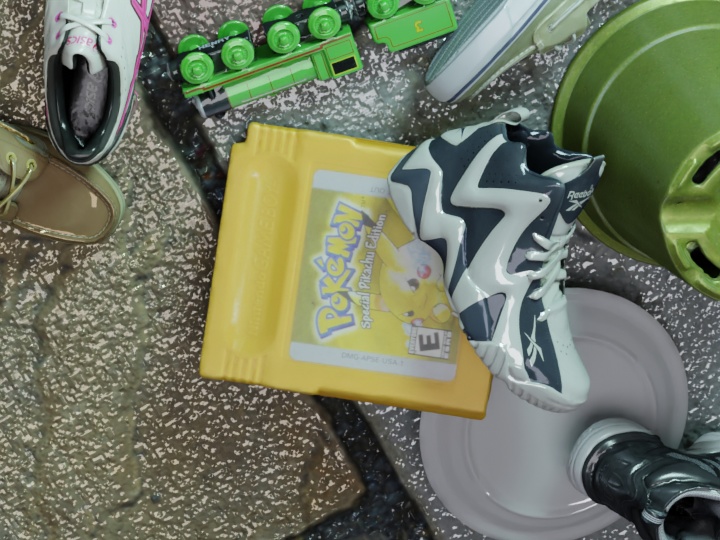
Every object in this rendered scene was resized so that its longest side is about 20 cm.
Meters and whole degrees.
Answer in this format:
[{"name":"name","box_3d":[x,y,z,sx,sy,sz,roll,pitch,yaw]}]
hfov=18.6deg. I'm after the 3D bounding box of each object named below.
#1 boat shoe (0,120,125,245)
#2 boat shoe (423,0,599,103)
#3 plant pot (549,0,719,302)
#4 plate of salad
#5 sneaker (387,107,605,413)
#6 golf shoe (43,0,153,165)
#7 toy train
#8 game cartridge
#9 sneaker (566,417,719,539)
[{"name":"boat shoe","box_3d":[-0.249,-0.066,1.456,0.199,0.066,0.074,25,106,-13]},{"name":"boat shoe","box_3d":[0.126,-0.178,1.448,0.062,0.072,0.200,42,98,-15]},{"name":"plant pot","box_3d":[0.238,-0.065,1.436,0.198,0.190,0.202,-2,110,-5]},{"name":"plate of salad","box_3d":[0.135,0.101,1.562,0.198,0.048,0.202,-5,114,-12]},{"name":"sneaker","box_3d":[0.119,-0.015,1.419,0.129,0.079,0.200,-33,83,30]},{"name":"golf shoe","box_3d":[-0.167,-0.166,1.415,0.072,0.092,0.202,2,108,-4]},{"name":"toy train","box_3d":[-0.030,-0.152,1.461,0.199,0.042,0.057,-19,121,2]},{"name":"game cartridge","box_3d":[0.000,0.000,1.490,0.198,0.032,0.178,8,93,-3]},{"name":"sneaker","box_3d":[0.243,0.166,1.534,0.199,0.114,0.076,14,109,-35]}]
